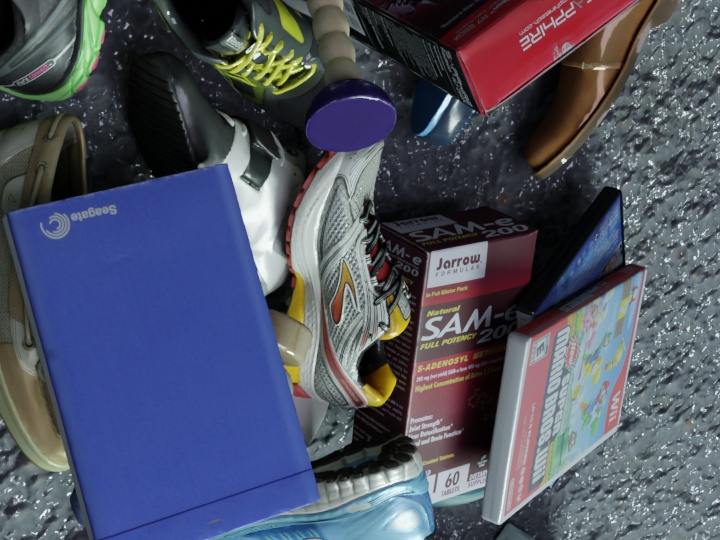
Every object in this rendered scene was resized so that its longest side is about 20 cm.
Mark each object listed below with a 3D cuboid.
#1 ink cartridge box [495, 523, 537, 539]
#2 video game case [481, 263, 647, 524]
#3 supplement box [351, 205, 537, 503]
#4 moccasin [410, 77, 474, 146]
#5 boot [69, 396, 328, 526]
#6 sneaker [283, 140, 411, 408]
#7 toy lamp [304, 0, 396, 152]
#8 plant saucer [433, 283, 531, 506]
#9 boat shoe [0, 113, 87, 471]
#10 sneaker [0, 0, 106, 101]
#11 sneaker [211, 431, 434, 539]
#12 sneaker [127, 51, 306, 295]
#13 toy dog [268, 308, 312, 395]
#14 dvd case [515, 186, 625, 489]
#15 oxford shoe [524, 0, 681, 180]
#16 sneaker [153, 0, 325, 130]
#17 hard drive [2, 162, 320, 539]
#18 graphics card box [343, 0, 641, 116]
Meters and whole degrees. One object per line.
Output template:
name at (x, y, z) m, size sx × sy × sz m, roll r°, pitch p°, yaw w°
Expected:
ink cartridge box at (0.125, 0.338, 1.138) m, size 0.083 × 0.146 × 0.201 m, roll 35°, pitch 92°, yaw -37°
video game case at (0.153, 0.086, 1.014) m, size 0.199 × 0.017 × 0.145 m, roll -24°, pitch 126°, yaw -52°
supplement box at (0.057, 0.063, 0.979) m, size 0.108 × 0.061 × 0.202 m, roll -11°, pitch 116°, yaw -37°
moccasin at (0.104, -0.169, 0.923) m, size 0.068 × 0.080 × 0.201 m, roll 25°, pitch 100°, yaw -25°
boot at (-0.107, 0.114, 0.946) m, size 0.200 × 0.090 × 0.073 m, roll -39°, pitch 128°, yaw -46°
sneaker at (0.000, 0.000, 0.896) m, size 0.078 × 0.081 × 0.202 m, roll -46°, pitch 147°, yaw -53°
toy lamp at (-0.023, -0.163, 0.791) m, size 0.058 × 0.202 × 0.058 m, roll -8°, pitch 152°, yaw -4°
plant saucer at (0.093, 0.103, 1.083) m, size 0.198 × 0.027 × 0.202 m, roll -14°, pitch 119°, yaw -26°
boat shoe at (-0.176, 0.012, 0.793) m, size 0.073 × 0.063 × 0.203 m, roll 14°, pitch 65°, yaw -66°
sneaker at (-0.177, -0.190, 0.750) m, size 0.083 × 0.077 × 0.202 m, roll -2°, pitch 112°, yaw -34°
sneaker at (-0.038, 0.183, 0.952) m, size 0.091 × 0.198 × 0.078 m, roll 66°, pitch 28°, yaw -12°
sneaker at (-0.082, -0.069, 0.871) m, size 0.088 × 0.074 × 0.201 m, roll -39°, pitch 138°, yaw -19°
toy dog at (-0.118, 0.062, 0.870) m, size 0.132 × 0.199 × 0.097 m, roll -50°, pitch 161°, yaw -16°
dvd case at (0.166, 0.054, 1.053) m, size 0.143 × 0.017 × 0.201 m, roll -50°, pitch 144°, yaw -33°
oxford shoe at (0.165, -0.161, 0.989) m, size 0.071 × 0.071 × 0.201 m, roll 28°, pitch 98°, yaw -8°
sneaker at (-0.071, -0.138, 0.823) m, size 0.074 × 0.085 × 0.200 m, roll -37°, pitch 125°, yaw 19°
hard drive at (-0.110, 0.051, 0.772) m, size 0.131 × 0.025 × 0.202 m, roll -15°, pitch 87°, yaw -24°
graphics card box at (0.060, -0.175, 0.821) m, size 0.125 × 0.200 × 0.051 m, roll -37°, pitch 127°, yaw -9°
